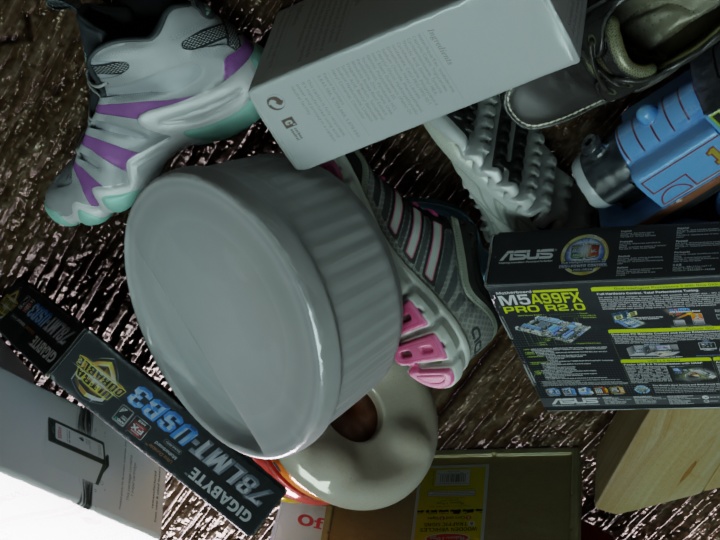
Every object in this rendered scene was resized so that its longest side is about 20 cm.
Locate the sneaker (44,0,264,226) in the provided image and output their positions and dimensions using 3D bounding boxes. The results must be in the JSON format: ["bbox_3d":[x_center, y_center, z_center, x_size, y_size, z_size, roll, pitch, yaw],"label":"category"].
[{"bbox_3d":[-0.167,-0.123,1.178,0.200,0.078,0.140,-33,118,22],"label":"sneaker"}]

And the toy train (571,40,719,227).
[{"bbox_3d":[0.225,-0.082,1.130,0.200,0.087,0.114,-32,127,30],"label":"toy train"}]

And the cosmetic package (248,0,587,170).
[{"bbox_3d":[0.037,-0.145,1.100,0.200,0.102,0.074,-18,124,25],"label":"cosmetic package"}]

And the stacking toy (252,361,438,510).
[{"bbox_3d":[-0.045,0.136,1.370,0.146,0.146,0.200,29,145,-16],"label":"stacking toy"}]

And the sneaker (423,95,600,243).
[{"bbox_3d":[0.104,-0.048,1.202,0.200,0.075,0.081,41,136,-24],"label":"sneaker"}]

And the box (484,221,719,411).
[{"bbox_3d":[0.199,0.033,1.168,0.200,0.044,0.160,-3,144,22],"label":"box"}]

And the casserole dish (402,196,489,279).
[{"bbox_3d":[0.000,0.000,1.264,0.200,0.039,0.121,0,114,8],"label":"casserole dish"}]

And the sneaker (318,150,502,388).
[{"bbox_3d":[0.028,-0.020,1.194,0.200,0.087,0.074,55,143,8],"label":"sneaker"}]

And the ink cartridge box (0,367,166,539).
[{"bbox_3d":[-0.271,0.157,1.389,0.146,0.084,0.200,-17,148,32],"label":"ink cartridge box"}]

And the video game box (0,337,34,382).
[{"bbox_3d":[-0.372,0.060,1.357,0.182,0.047,0.200,-8,147,13],"label":"video game box"}]

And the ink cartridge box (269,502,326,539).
[{"bbox_3d":[-0.017,0.297,1.444,0.144,0.200,0.084,15,135,-4],"label":"ink cartridge box"}]

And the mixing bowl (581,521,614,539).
[{"bbox_3d":[0.146,0.266,1.431,0.200,0.108,0.200,-8,148,-5],"label":"mixing bowl"}]

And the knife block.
[{"bbox_3d":[0.233,0.082,1.299,0.200,0.064,0.176,-19,125,25],"label":"knife block"}]

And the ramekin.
[{"bbox_3d":[-0.059,0.015,1.166,0.202,0.094,0.203,28,130,38],"label":"ramekin"}]

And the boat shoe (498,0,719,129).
[{"bbox_3d":[0.162,-0.145,1.100,0.073,0.065,0.200,44,123,-17],"label":"boat shoe"}]

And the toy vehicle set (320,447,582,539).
[{"bbox_3d":[0.071,0.193,1.385,0.200,0.124,0.027,-2,131,12],"label":"toy vehicle set"}]

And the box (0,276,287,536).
[{"bbox_3d":[-0.167,0.095,1.304,0.200,0.198,0.050,42,82,-25],"label":"box"}]
